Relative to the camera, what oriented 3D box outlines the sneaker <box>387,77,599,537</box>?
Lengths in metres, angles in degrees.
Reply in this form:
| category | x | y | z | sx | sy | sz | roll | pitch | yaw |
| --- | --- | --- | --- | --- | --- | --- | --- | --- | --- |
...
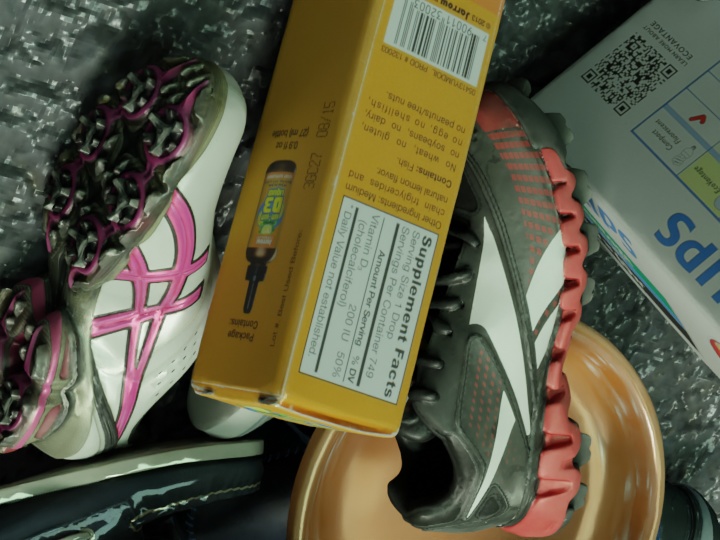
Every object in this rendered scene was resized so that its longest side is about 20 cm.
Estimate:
| category | x | y | z | sx | sy | sz | roll | pitch | yaw |
| --- | --- | --- | --- | --- | --- | --- | --- | --- | --- |
| sneaker | 0.045 | 0.022 | 0.710 | 0.097 | 0.071 | 0.202 | -8 | 107 | -27 |

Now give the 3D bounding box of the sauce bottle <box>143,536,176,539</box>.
| category | x | y | z | sx | sy | sz | roll | pitch | yaw |
| --- | --- | --- | --- | --- | --- | --- | --- | --- | --- |
| sauce bottle | -0.080 | 0.217 | 0.776 | 0.064 | 0.201 | 0.065 | -10 | 142 | -8 |

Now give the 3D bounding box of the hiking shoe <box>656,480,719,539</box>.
| category | x | y | z | sx | sy | sz | roll | pitch | yaw |
| --- | --- | --- | --- | --- | --- | --- | --- | --- | --- |
| hiking shoe | 0.113 | 0.193 | 0.947 | 0.086 | 0.074 | 0.201 | 29 | 94 | -31 |

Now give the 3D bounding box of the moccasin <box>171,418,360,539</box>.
| category | x | y | z | sx | sy | sz | roll | pitch | yaw |
| --- | --- | --- | --- | --- | --- | --- | --- | --- | --- |
| moccasin | 0.007 | 0.096 | 0.826 | 0.199 | 0.068 | 0.081 | -18 | 126 | -16 |

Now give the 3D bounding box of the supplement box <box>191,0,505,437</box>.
| category | x | y | z | sx | sy | sz | roll | pitch | yaw |
| --- | --- | --- | --- | --- | --- | --- | --- | --- | --- |
| supplement box | -0.003 | -0.037 | 0.683 | 0.068 | 0.066 | 0.202 | 23 | 79 | -35 |

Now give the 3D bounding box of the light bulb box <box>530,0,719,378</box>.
| category | x | y | z | sx | sy | sz | roll | pitch | yaw |
| --- | --- | --- | --- | --- | --- | --- | --- | --- | --- |
| light bulb box | 0.212 | -0.045 | 0.744 | 0.200 | 0.199 | 0.125 | -38 | 143 | 2 |

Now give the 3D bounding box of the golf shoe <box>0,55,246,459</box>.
| category | x | y | z | sx | sy | sz | roll | pitch | yaw |
| --- | --- | --- | --- | --- | --- | --- | --- | --- | --- |
| golf shoe | -0.092 | -0.004 | 0.717 | 0.092 | 0.073 | 0.201 | 9 | 126 | -37 |

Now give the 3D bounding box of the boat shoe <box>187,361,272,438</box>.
| category | x | y | z | sx | sy | sz | roll | pitch | yaw |
| --- | --- | --- | --- | --- | --- | --- | --- | --- | --- |
| boat shoe | 0.000 | 0.000 | 0.768 | 0.068 | 0.072 | 0.201 | 33 | 92 | -35 |

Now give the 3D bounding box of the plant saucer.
| category | x | y | z | sx | sy | sz | roll | pitch | yaw |
| --- | --- | --- | --- | --- | --- | --- | --- | --- | --- |
| plant saucer | 0.053 | 0.111 | 0.796 | 0.199 | 0.037 | 0.202 | -6 | 104 | -26 |

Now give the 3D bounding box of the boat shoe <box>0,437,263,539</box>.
| category | x | y | z | sx | sy | sz | roll | pitch | yaw |
| --- | --- | --- | --- | --- | --- | --- | --- | --- | --- |
| boat shoe | -0.135 | 0.119 | 0.756 | 0.198 | 0.075 | 0.062 | -13 | 84 | -17 |
